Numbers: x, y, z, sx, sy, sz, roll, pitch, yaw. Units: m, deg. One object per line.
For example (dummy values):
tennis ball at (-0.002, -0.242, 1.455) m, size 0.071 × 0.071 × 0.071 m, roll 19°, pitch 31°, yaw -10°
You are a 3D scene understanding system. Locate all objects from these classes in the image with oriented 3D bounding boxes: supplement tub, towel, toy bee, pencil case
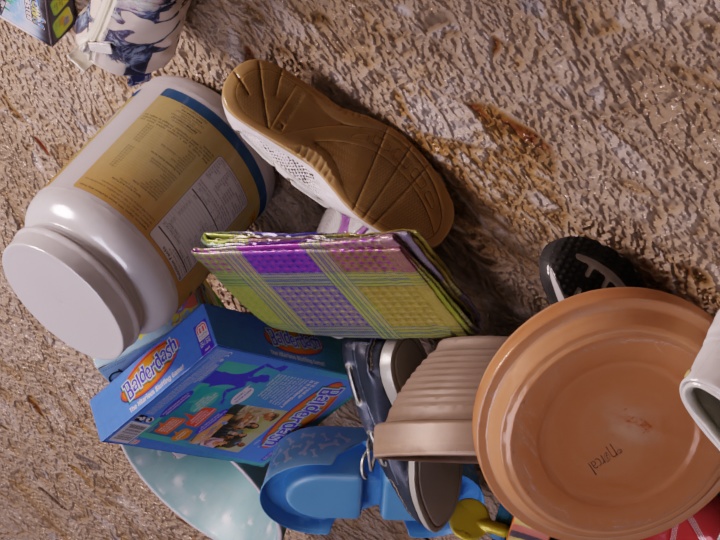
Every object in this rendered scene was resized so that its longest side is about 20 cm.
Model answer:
supplement tub at (-0.177, -0.042, 1.502) m, size 0.144 × 0.200 × 0.145 m, roll 29°, pitch 149°, yaw 19°
towel at (-0.015, 0.010, 1.431) m, size 0.198 × 0.023 × 0.144 m, roll -1°, pitch 149°, yaw 32°
toy bee at (0.146, 0.246, 1.610) m, size 0.130 × 0.109 × 0.201 m, roll 4°, pitch 141°, yaw 22°
pencil case at (-0.156, -0.216, 1.359) m, size 0.078 × 0.090 × 0.200 m, roll 38°, pitch 150°, yaw 4°

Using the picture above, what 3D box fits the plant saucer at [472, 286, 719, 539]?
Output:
plant saucer at (0.178, 0.108, 1.310) m, size 0.201 × 0.199 × 0.032 m, roll 55°, pitch -169°, yaw -24°

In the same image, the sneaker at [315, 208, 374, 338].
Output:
sneaker at (0.000, 0.000, 1.509) m, size 0.099 × 0.075 × 0.200 m, roll 26°, pitch 154°, yaw -10°

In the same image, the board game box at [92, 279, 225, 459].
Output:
board game box at (-0.166, 0.065, 1.651) m, size 0.104 × 0.104 × 0.200 m, roll 65°, pitch -179°, yaw 31°

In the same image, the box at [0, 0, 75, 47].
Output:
box at (-0.282, -0.276, 1.476) m, size 0.109 × 0.035 × 0.201 m, roll 30°, pitch 149°, yaw 16°

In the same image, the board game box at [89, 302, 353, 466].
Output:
board game box at (-0.107, 0.102, 1.596) m, size 0.152 × 0.045 × 0.199 m, roll -39°, pitch 147°, yaw 27°

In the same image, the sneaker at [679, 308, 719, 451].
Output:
sneaker at (0.302, 0.110, 1.247) m, size 0.199 × 0.116 × 0.074 m, roll 37°, pitch 149°, yaw 3°

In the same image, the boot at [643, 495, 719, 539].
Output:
boot at (0.242, 0.234, 1.532) m, size 0.143 × 0.072 × 0.201 m, roll 26°, pitch 140°, yaw 23°

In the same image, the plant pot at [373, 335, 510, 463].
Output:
plant pot at (0.109, 0.101, 1.437) m, size 0.198 × 0.094 × 0.201 m, roll 2°, pitch 173°, yaw 0°

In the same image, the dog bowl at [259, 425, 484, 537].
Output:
dog bowl at (0.010, 0.184, 1.658) m, size 0.197 × 0.050 × 0.112 m, roll 1°, pitch 140°, yaw -1°

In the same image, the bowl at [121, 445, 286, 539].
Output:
bowl at (-0.130, 0.171, 1.833) m, size 0.200 × 0.105 × 0.202 m, roll 28°, pitch 149°, yaw 19°

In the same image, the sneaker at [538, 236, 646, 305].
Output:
sneaker at (0.183, 0.060, 1.358) m, size 0.201 × 0.074 × 0.080 m, roll 52°, pitch 150°, yaw -19°

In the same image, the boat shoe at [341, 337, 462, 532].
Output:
boat shoe at (0.032, 0.132, 1.549) m, size 0.061 × 0.075 × 0.201 m, roll 7°, pitch 135°, yaw 33°

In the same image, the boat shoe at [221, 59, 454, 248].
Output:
boat shoe at (-0.017, -0.082, 1.408) m, size 0.199 × 0.071 × 0.069 m, roll 37°, pitch 163°, yaw 3°
